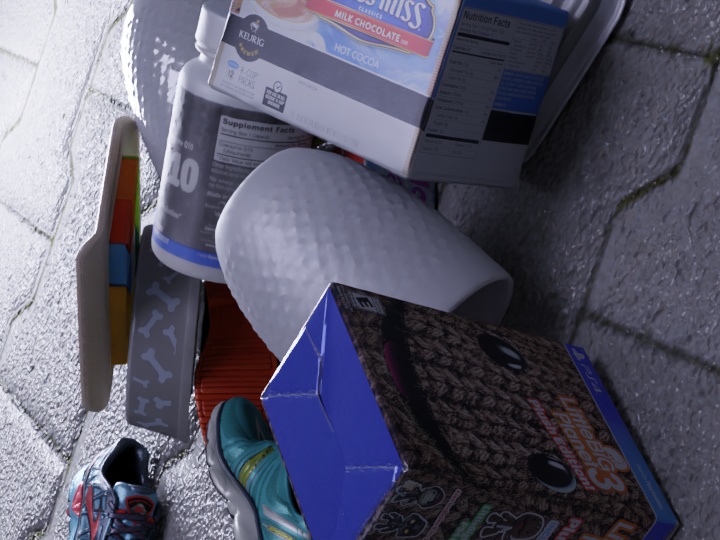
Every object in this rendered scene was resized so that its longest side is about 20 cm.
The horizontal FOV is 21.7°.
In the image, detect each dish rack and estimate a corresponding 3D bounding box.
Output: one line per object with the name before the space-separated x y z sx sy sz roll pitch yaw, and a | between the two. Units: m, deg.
dish rack | 0.112 -0.192 1.380 0.172 0.043 0.201 -58 32 27

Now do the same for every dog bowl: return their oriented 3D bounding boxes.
dog bowl | -0.172 0.050 1.668 0.200 0.058 0.203 -174 90 -85

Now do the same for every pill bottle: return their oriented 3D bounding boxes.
pill bottle | -0.094 -0.101 1.460 0.114 0.113 0.202 -136 54 -60

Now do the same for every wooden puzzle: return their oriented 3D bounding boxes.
wooden puzzle | -0.211 -0.006 1.641 0.201 0.037 0.187 -84 -1 -52

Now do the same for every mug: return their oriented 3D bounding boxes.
mug | 0.006 0.000 1.300 0.175 0.199 0.148 41 121 18
mug | -0.130 -0.158 1.681 0.147 0.200 0.177 -27 64 2

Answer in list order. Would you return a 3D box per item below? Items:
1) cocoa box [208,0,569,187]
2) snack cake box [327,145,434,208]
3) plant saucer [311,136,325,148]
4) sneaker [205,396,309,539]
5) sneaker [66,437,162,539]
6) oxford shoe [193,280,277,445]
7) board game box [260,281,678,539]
cocoa box | 0.018 -0.154 1.306 0.199 0.133 0.133 27 106 36
snack cake box | 0.000 0.000 1.453 0.115 0.067 0.202 -37 44 51
plant saucer | -0.010 -0.207 1.477 0.199 0.047 0.202 -25 72 50
sneaker | -0.064 0.169 1.495 0.080 0.077 0.201 -44 41 13
sneaker | -0.226 0.237 1.727 0.096 0.079 0.201 -49 36 34
oxford shoe | -0.108 0.075 1.632 0.073 0.070 0.202 105 169 -65
board game box | 0.062 0.113 1.122 0.097 0.198 0.160 -57 36 27
